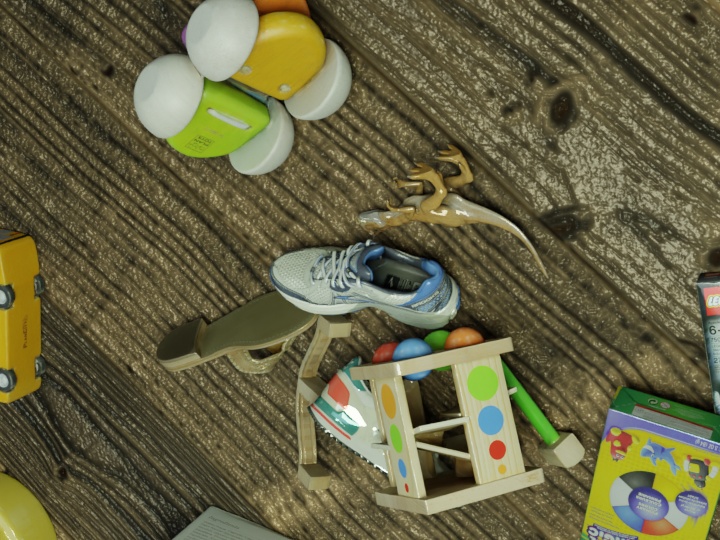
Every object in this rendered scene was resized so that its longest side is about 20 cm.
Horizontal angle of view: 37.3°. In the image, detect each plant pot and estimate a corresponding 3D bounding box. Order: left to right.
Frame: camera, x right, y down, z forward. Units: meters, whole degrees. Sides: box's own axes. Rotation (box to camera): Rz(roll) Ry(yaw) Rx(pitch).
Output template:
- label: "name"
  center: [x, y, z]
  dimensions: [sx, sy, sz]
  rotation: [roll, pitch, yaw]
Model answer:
- label: "plant pot"
  center: [-0.522, 0.383, 1.364]
  dimensions: [0.200, 0.189, 0.201]
  rotation: [6, 107, 21]

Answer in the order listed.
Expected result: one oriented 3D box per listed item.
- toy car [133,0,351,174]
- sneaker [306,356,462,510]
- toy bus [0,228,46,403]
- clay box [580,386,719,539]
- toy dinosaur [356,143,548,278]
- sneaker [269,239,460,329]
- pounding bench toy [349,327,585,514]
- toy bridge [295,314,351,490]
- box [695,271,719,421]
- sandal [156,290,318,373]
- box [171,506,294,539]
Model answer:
- label: "toy car"
  center: [-0.123, -0.203, 1.057]
  dimensions: [0.200, 0.175, 0.150]
  rotation: [-41, 51, 28]
- label: "sneaker"
  center: [0.047, 0.167, 1.109]
  dimensions: [0.200, 0.070, 0.094]
  rotation: [35, 89, -8]
- label: "toy bus"
  center: [-0.436, 0.056, 1.303]
  dimensions: [0.078, 0.065, 0.201]
  rotation: [12, 109, 21]
- label: "clay box"
  center: [0.280, 0.217, 1.021]
  dimensions: [0.115, 0.048, 0.200]
  rotation: [16, 122, 21]
- label: "toy dinosaur"
  center: [0.093, -0.063, 1.051]
  dimensions: [0.200, 0.060, 0.106]
  rotation: [8, 132, 27]
- label: "sneaker"
  center: [0.000, 0.000, 1.072]
  dimensions: [0.199, 0.085, 0.077]
  rotation: [6, 65, 16]
- label: "pounding bench toy"
  center: [0.111, 0.132, 1.041]
  dimensions: [0.124, 0.200, 0.156]
  rotation: [161, 98, -68]
- label: "toy bridge"
  center: [-0.046, 0.133, 1.155]
  dimensions: [0.067, 0.027, 0.201]
  rotation: [34, 120, 57]
- label: "box"
  center: [0.409, 0.062, 0.944]
  dimensions: [0.200, 0.040, 0.137]
  rotation: [-7, 100, 26]
- label: "sandal"
  center: [-0.121, 0.082, 1.181]
  dimensions: [0.211, 0.078, 0.070]
  rotation: [-16, 130, 24]
- label: "box"
  center: [-0.142, 0.416, 1.213]
  dimensions: [0.200, 0.171, 0.200]
  rotation: [18, 111, 19]
